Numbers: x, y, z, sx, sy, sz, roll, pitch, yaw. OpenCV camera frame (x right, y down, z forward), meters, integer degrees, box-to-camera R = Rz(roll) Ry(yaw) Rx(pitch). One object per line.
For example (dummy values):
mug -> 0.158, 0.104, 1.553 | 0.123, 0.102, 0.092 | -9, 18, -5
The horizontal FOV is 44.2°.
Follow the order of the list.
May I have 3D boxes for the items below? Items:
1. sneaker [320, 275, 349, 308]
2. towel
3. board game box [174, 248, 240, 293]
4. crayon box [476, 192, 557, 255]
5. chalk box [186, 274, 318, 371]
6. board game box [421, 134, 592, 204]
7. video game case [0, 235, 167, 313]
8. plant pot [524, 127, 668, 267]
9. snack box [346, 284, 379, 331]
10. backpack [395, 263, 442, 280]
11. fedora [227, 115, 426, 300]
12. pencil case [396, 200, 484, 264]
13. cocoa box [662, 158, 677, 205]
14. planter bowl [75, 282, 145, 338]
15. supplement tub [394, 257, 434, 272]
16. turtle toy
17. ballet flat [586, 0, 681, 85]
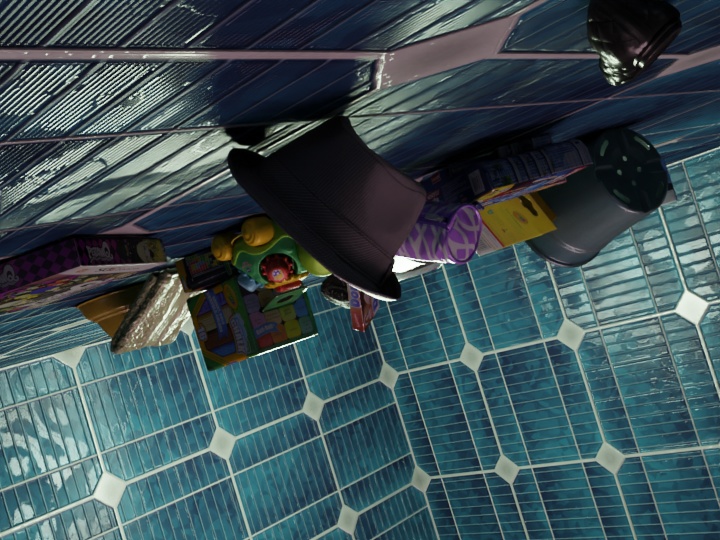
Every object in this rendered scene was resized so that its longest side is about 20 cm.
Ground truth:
sneaker -> -0.021, -0.011, 1.480 | 0.076, 0.091, 0.200 | 19, 145, 16
towel -> -0.336, 0.065, 1.516 | 0.200, 0.036, 0.148 | -51, 159, 26
board game box -> -0.171, -0.020, 1.416 | 0.165, 0.057, 0.200 | -20, 177, 20
crayon box -> 0.230, -0.103, 1.454 | 0.051, 0.127, 0.200 | -49, -165, -28
chalk box -> -0.156, 0.067, 1.372 | 0.125, 0.124, 0.200 | -16, 177, -41
board game box -> 0.213, -0.136, 1.205 | 0.200, 0.062, 0.200 | -17, 177, -19
video game case -> -0.346, 0.007, 0.990 | 0.200, 0.036, 0.181 | -18, 176, 15
plant pot -> 0.387, -0.130, 1.473 | 0.200, 0.200, 0.196 | -16, 169, -29
snack box -> 0.000, 0.000, 1.420 | 0.024, 0.200, 0.072 | 9, -140, 20
backpack -> 0.055, -0.043, 1.605 | 0.200, 0.127, 0.167 | -15, 177, -7
fedora -> -0.011, -0.062, 0.710 | 0.090, 0.177, 0.200 | -47, 165, 5
pencil case -> 0.063, -0.059, 1.169 | 0.200, 0.084, 0.085 | 9, 171, 40
cocoa box -> 0.796, -0.231, 2.597 | 0.200, 0.131, 0.133 | -17, 178, 2
planter bowl -> -0.412, 0.078, 1.629 | 0.200, 0.084, 0.200 | -17, 177, -1
supplement tub -> 0.089, -0.065, 1.429 | 0.122, 0.123, 0.200 | -17, 179, -13
turtle toy -> -0.097, -0.027, 1.198 | 0.146, 0.101, 0.200 | -15, 177, -43
ballet flat -> 0.200, -0.177, 0.657 | 0.066, 0.057, 0.200 | -46, 175, 15
